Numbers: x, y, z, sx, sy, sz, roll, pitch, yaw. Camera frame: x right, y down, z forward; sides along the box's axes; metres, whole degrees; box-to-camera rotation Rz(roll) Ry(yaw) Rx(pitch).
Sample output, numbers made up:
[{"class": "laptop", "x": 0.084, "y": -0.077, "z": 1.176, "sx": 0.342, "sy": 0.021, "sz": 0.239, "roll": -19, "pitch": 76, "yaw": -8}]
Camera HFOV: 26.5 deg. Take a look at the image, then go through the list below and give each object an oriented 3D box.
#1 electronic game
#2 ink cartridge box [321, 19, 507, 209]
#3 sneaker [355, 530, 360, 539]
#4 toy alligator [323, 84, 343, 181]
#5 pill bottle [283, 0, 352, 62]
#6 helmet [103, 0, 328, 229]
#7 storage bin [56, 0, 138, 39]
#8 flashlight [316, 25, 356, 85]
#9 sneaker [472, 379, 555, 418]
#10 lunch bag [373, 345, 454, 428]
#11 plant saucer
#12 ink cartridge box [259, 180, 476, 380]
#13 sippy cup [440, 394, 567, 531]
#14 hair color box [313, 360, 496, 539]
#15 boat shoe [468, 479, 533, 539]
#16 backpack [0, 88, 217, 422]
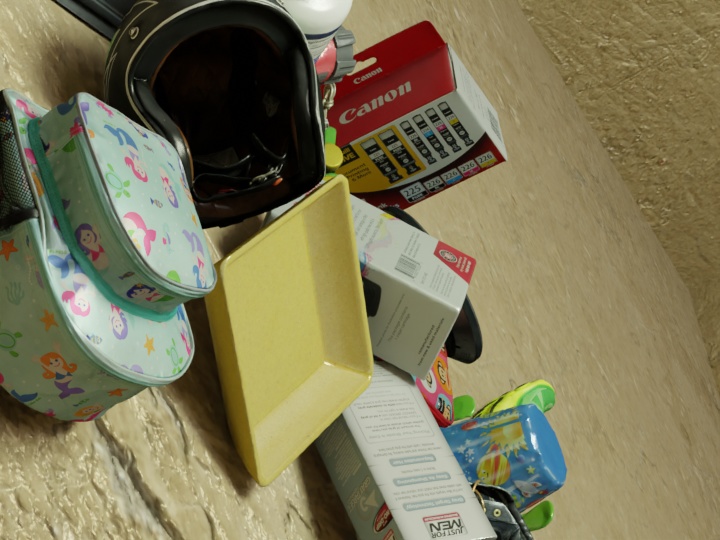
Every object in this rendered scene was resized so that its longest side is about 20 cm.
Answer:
[{"class": "electronic game", "x": 0.076, "y": 0.017, "z": 1.729, "sx": 0.201, "sy": 0.041, "sz": 0.201, "roll": 54, "pitch": -15, "yaw": 21}, {"class": "ink cartridge box", "x": 0.037, "y": -0.161, "z": 1.721, "sx": 0.176, "sy": 0.198, "sz": 0.085, "roll": 47, "pitch": 25, "yaw": -42}, {"class": "sneaker", "x": 0.048, "y": 0.256, "z": 1.457, "sx": 0.200, "sy": 0.074, "sz": 0.082, "roll": 38, "pitch": 2, "yaw": -45}, {"class": "toy alligator", "x": -0.052, "y": -0.118, "z": 1.636, "sx": 0.054, "sy": 0.059, "sz": 0.203, "roll": 6, "pitch": 62, "yaw": -17}, {"class": "pill bottle", "x": -0.075, "y": -0.243, "z": 1.384, "sx": 0.118, "sy": 0.200, "sz": 0.121, "roll": 16, "pitch": 51, "yaw": -21}, {"class": "helmet", "x": -0.124, "y": -0.147, "z": 1.275, "sx": 0.200, "sy": 0.198, "sz": 0.193, "roll": 5, "pitch": 65, "yaw": -69}, {"class": "storage bin", "x": -0.215, "y": -0.315, "z": 1.333, "sx": 0.200, "sy": 0.133, "sz": 0.147, "roll": 35, "pitch": 35, "yaw": -58}, {"class": "flashlight", "x": -0.095, "y": -0.212, "z": 1.528, "sx": 0.198, "sy": 0.067, "sz": 0.069, "roll": -13, "pitch": 111, "yaw": -41}, {"class": "sneaker", "x": 0.199, "y": 0.194, "z": 1.923, "sx": 0.084, "sy": 0.074, "sz": 0.199, "roll": 63, "pitch": 27, "yaw": 4}, {"class": "lunch bag", "x": 0.018, "y": 0.066, "z": 1.580, "sx": 0.176, "sy": 0.081, "sz": 0.202, "roll": 44, "pitch": 25, "yaw": -40}, {"class": "plant saucer", "x": -0.065, "y": 0.045, "z": 1.279, "sx": 0.200, "sy": 0.048, "sz": 0.203, "roll": -40, "pitch": 128, "yaw": -52}, {"class": "ink cartridge box", "x": 0.000, "y": 0.000, "z": 1.454, "sx": 0.198, "sy": 0.084, "sz": 0.146, "roll": 27, "pitch": 22, "yaw": 1}, {"class": "sippy cup", "x": 0.150, "y": 0.212, "z": 1.665, "sx": 0.177, "sy": 0.129, "sz": 0.141, "roll": 24, "pitch": 43, "yaw": -62}, {"class": "hair color box", "x": 0.029, "y": 0.177, "z": 1.365, "sx": 0.098, "sy": 0.061, "sz": 0.201, "roll": -2, "pitch": 48, "yaw": -35}, {"class": "boat shoe", "x": 0.100, "y": 0.234, "z": 1.559, "sx": 0.201, "sy": 0.090, "sz": 0.071, "roll": 54, "pitch": 19, "yaw": -31}, {"class": "backpack", "x": -0.186, "y": -0.007, "z": 1.015, "sx": 0.177, "sy": 0.149, "sz": 0.203, "roll": 30, "pitch": 43, "yaw": -62}]
